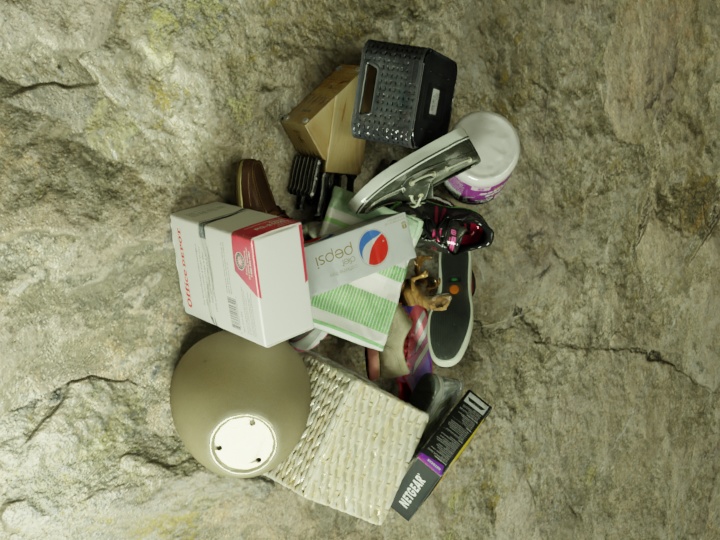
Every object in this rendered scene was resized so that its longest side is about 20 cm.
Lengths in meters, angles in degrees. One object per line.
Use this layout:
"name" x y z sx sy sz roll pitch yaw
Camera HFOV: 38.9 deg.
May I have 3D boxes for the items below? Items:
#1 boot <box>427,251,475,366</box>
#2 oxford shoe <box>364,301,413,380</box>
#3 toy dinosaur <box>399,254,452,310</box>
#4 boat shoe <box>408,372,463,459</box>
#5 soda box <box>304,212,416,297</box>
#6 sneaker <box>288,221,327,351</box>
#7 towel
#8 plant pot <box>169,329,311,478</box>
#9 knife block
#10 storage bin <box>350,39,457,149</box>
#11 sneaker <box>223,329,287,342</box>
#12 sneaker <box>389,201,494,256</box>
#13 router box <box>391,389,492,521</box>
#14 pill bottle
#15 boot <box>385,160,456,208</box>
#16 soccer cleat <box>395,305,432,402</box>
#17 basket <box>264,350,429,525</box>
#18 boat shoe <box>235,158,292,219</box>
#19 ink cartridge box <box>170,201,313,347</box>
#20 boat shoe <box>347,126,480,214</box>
"boot" 0.155 0.070 1.657 0.145 0.071 0.203 63 34 -67
"oxford shoe" 0.042 0.062 1.541 0.073 0.070 0.204 -1 95 -3
"toy dinosaur" 0.070 0.030 1.564 0.059 0.199 0.108 5 85 -23
"boat shoe" 0.100 0.249 1.658 0.064 0.075 0.204 9 124 -26
"soda box" -0.023 -0.020 1.401 0.198 0.063 0.069 -21 99 -28
"sneaker" -0.079 0.016 1.497 0.087 0.081 0.203 17 85 -36
"towel" 0.000 0.000 1.470 0.151 0.023 0.203 19 86 -22
"plant pot" -0.157 0.197 1.362 0.197 0.135 0.204 -3 112 -8
"knife block" -0.029 -0.176 1.490 0.200 0.064 0.177 -47 127 -21
"storage bin" 0.068 -0.248 1.473 0.200 0.092 0.138 -13 114 -72
"sneaker" -0.171 0.110 1.440 0.088 0.074 0.202 37 82 -35
"sneaker" 0.118 -0.064 1.549 0.197 0.084 0.078 -3 109 -24
"router box" 0.122 0.293 1.601 0.149 0.051 0.201 -46 167 -32
"pill bottle" 0.180 -0.164 1.578 0.110 0.200 0.114 0 81 1
"boot" 0.063 -0.040 1.602 0.188 0.068 0.202 37 80 -43
"soccer cleat" 0.082 0.136 1.667 0.076 0.066 0.203 -22 117 -28
"basket" -0.035 0.252 1.537 0.197 0.160 0.202 31 84 -41
"boat shoe" -0.122 -0.060 1.419 0.072 0.066 0.203 -48 127 -67
"ink cartridge box" -0.158 -0.001 1.341 0.084 0.199 0.147 -20 113 -36
"boat shoe" 0.077 -0.126 1.430 0.198 0.071 0.064 -32 84 -4
